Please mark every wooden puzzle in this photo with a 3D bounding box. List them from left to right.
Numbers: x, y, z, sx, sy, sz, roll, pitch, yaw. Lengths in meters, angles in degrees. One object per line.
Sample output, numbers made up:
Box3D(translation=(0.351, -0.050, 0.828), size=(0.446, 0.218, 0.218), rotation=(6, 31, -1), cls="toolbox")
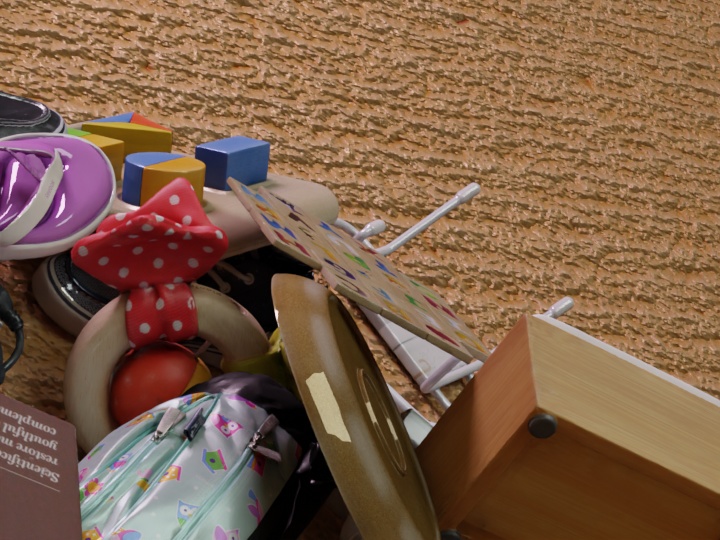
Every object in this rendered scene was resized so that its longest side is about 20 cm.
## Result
Box3D(translation=(-0.136, -0.066, 1.613), size=(0.199, 0.047, 0.185), rotation=(19, 18, 26), cls="wooden puzzle")

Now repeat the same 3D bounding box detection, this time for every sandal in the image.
Box3D(translation=(-0.214, -0.046, 1.446), size=(0.202, 0.050, 0.083), rotation=(-19, 69, -46), cls="sandal")

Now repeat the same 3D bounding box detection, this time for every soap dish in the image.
Box3D(translation=(0.140, 0.129, 1.460), size=(0.199, 0.158, 0.082), rotation=(26, 36, -16), cls="soap dish")

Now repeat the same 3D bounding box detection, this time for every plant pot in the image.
Box3D(translation=(0.003, 0.090, 1.383), size=(0.200, 0.027, 0.201), rotation=(-23, 90, -84), cls="plant pot")

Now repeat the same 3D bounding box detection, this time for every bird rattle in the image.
Box3D(translation=(-0.105, 0.055, 1.465), size=(0.200, 0.163, 0.113), rotation=(38, 7, -31), cls="bird rattle")

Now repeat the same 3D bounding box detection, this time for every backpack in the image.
Box3D(translation=(-0.116, 0.154, 1.356), size=(0.126, 0.167, 0.200), rotation=(37, 38, 4), cls="backpack")

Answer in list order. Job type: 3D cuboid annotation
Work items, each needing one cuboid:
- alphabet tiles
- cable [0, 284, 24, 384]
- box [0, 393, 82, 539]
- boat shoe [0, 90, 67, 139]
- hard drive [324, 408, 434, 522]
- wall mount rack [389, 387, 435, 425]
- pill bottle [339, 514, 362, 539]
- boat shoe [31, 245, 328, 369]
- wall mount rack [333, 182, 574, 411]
Box3D(translation=(0.000, 0.000, 1.508), size=(0.166, 0.006, 0.200), rotation=(30, 8, -22), cls="alphabet tiles")
Box3D(translation=(-0.294, 0.012, 1.405), size=(0.200, 0.051, 0.163), rotation=(43, 36, 4), cls="cable")
Box3D(translation=(-0.245, 0.158, 1.114), size=(0.165, 0.200, 0.165), rotation=(27, 33, -30), cls="box")
Box3D(translation=(-0.267, -0.103, 1.502), size=(0.199, 0.068, 0.072), rotation=(3, 30, -29), cls="boat shoe")
Box3D(translation=(0.072, 0.179, 1.578), size=(0.200, 0.132, 0.026), rotation=(41, 55, -8), cls="hard drive")
Box3D(translation=(0.053, 0.088, 1.662), size=(0.172, 0.075, 0.200), rotation=(2, 1, 8), cls="wall mount rack")
Box3D(translation=(0.025, 0.226, 1.461), size=(0.119, 0.120, 0.201), rotation=(35, 31, -18), cls="pill bottle")
Box3D(translation=(-0.112, 0.006, 1.593), size=(0.199, 0.093, 0.075), rotation=(14, 41, -44), cls="boat shoe")
Box3D(translation=(0.064, 0.015, 1.832), size=(0.200, 0.075, 0.173), rotation=(52, 29, 10), cls="wall mount rack")
